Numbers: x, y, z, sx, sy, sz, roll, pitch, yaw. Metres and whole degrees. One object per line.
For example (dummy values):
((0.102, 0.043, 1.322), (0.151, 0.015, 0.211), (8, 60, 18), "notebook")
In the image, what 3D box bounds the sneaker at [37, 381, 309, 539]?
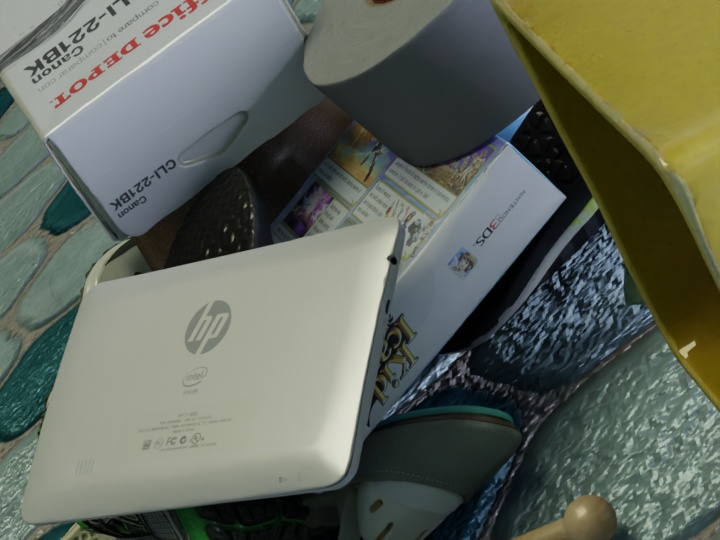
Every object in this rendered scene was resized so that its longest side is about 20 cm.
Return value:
((-0.093, 0.104, 0.981), (0.200, 0.078, 0.086), (43, 109, 50), "sneaker")

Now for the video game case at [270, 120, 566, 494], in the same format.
((0.000, 0.000, 1.019), (0.182, 0.045, 0.200), (-52, 21, 2), "video game case")

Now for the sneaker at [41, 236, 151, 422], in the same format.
((-0.147, 0.050, 1.356), (0.079, 0.074, 0.201), (-22, 35, 25), "sneaker")

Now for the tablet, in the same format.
((-0.070, 0.047, 0.917), (0.199, 0.014, 0.131), (-11, 54, 37), "tablet")

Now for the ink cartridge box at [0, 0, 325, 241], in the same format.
((-0.124, -0.128, 1.095), (0.144, 0.084, 0.200), (-36, 42, -3), "ink cartridge box")

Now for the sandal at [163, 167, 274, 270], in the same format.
((-0.050, 0.024, 0.975), (0.075, 0.045, 0.200), (-49, 35, 19), "sandal")

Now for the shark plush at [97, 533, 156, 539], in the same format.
((-0.085, 0.132, 1.010), (0.200, 0.090, 0.084), (-13, 54, 61), "shark plush")

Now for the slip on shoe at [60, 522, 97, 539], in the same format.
((-0.142, 0.167, 1.142), (0.061, 0.074, 0.201), (101, -165, -63), "slip on shoe")

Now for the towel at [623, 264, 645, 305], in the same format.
((0.170, -0.088, 0.928), (0.152, 0.023, 0.202), (-6, 84, 58), "towel")

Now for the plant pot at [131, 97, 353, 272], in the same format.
((-0.072, -0.057, 1.224), (0.187, 0.200, 0.187), (-36, 23, 18), "plant pot")

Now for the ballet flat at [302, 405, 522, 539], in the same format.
((0.007, 0.110, 0.990), (0.199, 0.067, 0.064), (-16, 62, 52), "ballet flat")

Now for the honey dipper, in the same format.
((0.031, 0.139, 0.905), (0.199, 0.038, 0.038), (-30, 26, 32), "honey dipper")

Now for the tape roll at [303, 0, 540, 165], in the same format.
((0.060, -0.150, 0.984), (0.200, 0.066, 0.201), (-42, 23, 23), "tape roll")

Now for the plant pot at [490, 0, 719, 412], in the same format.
((0.196, -0.047, 0.741), (0.199, 0.196, 0.194), (-30, 28, 0), "plant pot")

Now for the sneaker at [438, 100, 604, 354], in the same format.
((0.100, -0.025, 1.066), (0.200, 0.082, 0.072), (-47, 60, 34), "sneaker")

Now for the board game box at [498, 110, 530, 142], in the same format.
((0.104, -0.123, 1.166), (0.152, 0.041, 0.200), (-22, 18, -12), "board game box")
